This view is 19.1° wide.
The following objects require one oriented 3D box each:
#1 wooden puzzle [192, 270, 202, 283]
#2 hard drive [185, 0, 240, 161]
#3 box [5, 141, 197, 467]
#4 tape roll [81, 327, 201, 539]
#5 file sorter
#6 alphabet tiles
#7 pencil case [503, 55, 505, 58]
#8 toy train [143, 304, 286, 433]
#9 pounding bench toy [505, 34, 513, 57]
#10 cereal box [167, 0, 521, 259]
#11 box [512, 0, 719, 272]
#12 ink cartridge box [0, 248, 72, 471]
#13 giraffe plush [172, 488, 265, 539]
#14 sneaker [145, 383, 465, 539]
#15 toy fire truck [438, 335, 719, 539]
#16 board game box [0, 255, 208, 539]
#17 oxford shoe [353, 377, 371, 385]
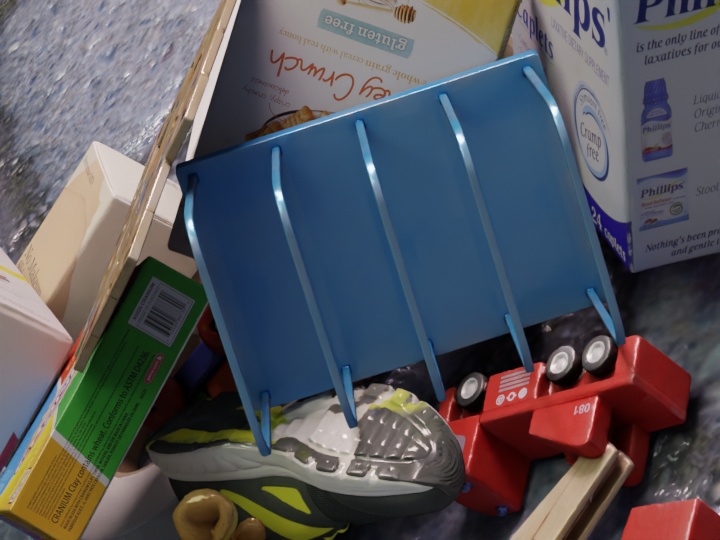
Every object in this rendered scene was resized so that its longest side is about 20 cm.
[{"bbox_3d":[-0.074,-0.088,1.455,0.200,0.037,0.186,-101,35,-69],"label":"wooden puzzle"},{"bbox_3d":[-0.079,-0.152,1.420,0.201,0.025,0.133,-87,18,-59],"label":"hard drive"},{"bbox_3d":[-0.186,0.029,1.399,0.201,0.077,0.095,-57,27,13],"label":"box"},{"bbox_3d":[-0.121,0.096,1.389,0.202,0.037,0.204,-32,36,26],"label":"tape roll"},{"bbox_3d":[0.019,-0.007,1.078,0.198,0.140,0.123,-17,14,2],"label":"file sorter"},{"bbox_3d":[-0.107,-0.049,1.122,0.168,0.007,0.201,123,166,-47],"label":"alphabet tiles"},{"bbox_3d":[0.053,-0.065,1.231,0.077,0.087,0.202,-9,73,13],"label":"pencil case"},{"bbox_3d":[-0.032,0.056,1.220,0.116,0.084,0.200,52,122,19],"label":"toy train"},{"bbox_3d":[0.024,-0.217,1.380,0.155,0.200,0.125,-8,50,47],"label":"pounding bench toy"},{"bbox_3d":[-0.008,-0.083,1.153,0.040,0.143,0.202,-45,-27,-76],"label":"cereal box"},{"bbox_3d":[0.150,-0.135,1.119,0.104,0.202,0.184,-13,31,-10],"label":"box"},{"bbox_3d":[-0.271,0.058,1.342,0.146,0.083,0.200,-61,27,4],"label":"ink cartridge box"},{"bbox_3d":[-0.097,0.214,1.129,0.161,0.173,0.201,-31,51,8],"label":"giraffe plush"},{"bbox_3d":[-0.022,0.113,1.157,0.199,0.085,0.075,2,36,38],"label":"sneaker"},{"bbox_3d":[0.109,0.108,1.073,0.199,0.049,0.142,-19,46,43],"label":"toy fire truck"},{"bbox_3d":[-0.151,0.077,1.197,0.154,0.040,0.200,-62,9,-12],"label":"board game box"},{"bbox_3d":[0.000,0.000,1.300,0.201,0.075,0.070,-54,32,-7],"label":"oxford shoe"}]
